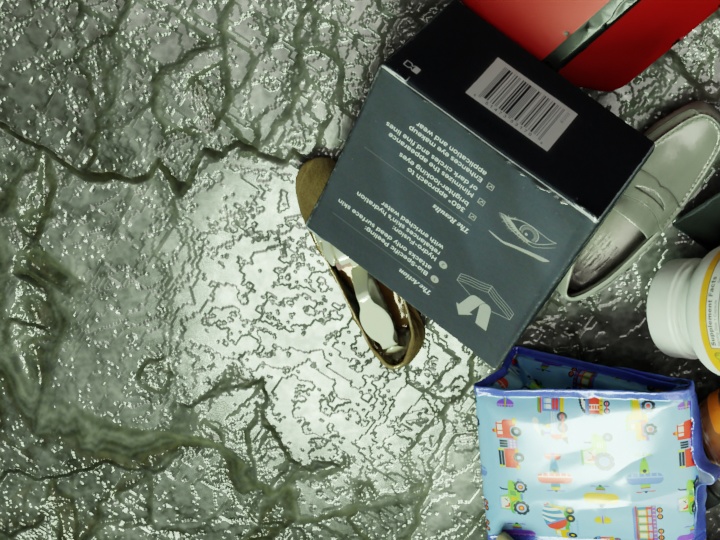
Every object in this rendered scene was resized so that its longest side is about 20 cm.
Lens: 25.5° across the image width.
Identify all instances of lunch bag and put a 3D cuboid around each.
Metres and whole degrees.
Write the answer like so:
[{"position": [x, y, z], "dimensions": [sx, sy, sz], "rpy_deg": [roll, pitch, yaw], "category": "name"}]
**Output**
[{"position": [0.208, 0.160, 1.357], "dimensions": [0.198, 0.094, 0.152], "rpy_deg": [5, 113, 29], "category": "lunch bag"}]

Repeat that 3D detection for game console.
[{"position": [0.198, -0.241, 1.219], "dimensions": [0.173, 0.119, 0.200], "rpy_deg": [48, 123, -4], "category": "game console"}]

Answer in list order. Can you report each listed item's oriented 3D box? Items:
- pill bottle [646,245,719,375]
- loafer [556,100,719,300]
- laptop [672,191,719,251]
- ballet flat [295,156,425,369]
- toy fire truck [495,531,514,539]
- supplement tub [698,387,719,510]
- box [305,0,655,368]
[{"position": [0.335, 0.034, 1.282], "dimensions": [0.199, 0.113, 0.114], "rpy_deg": [2, 118, 47], "category": "pill bottle"}, {"position": [0.233, -0.053, 1.322], "dimensions": [0.070, 0.070, 0.201], "rpy_deg": [34, 110, -9], "category": "loafer"}, {"position": [0.399, -0.064, 1.304], "dimensions": [0.186, 0.116, 0.201], "rpy_deg": [32, 96, -11], "category": "laptop"}, {"position": [0.000, 0.000, 1.360], "dimensions": [0.067, 0.072, 0.201], "rpy_deg": [-19, 108, 11], "category": "ballet flat"}, {"position": [0.157, 0.340, 1.398], "dimensions": [0.175, 0.129, 0.200], "rpy_deg": [20, 158, 33], "category": "toy fire truck"}, {"position": [0.362, 0.130, 1.357], "dimensions": [0.199, 0.107, 0.107], "rpy_deg": [-32, 106, 24], "category": "supplement tub"}, {"position": [0.089, -0.065, 1.242], "dimensions": [0.196, 0.117, 0.201], "rpy_deg": [37, 139, 7], "category": "box"}]
